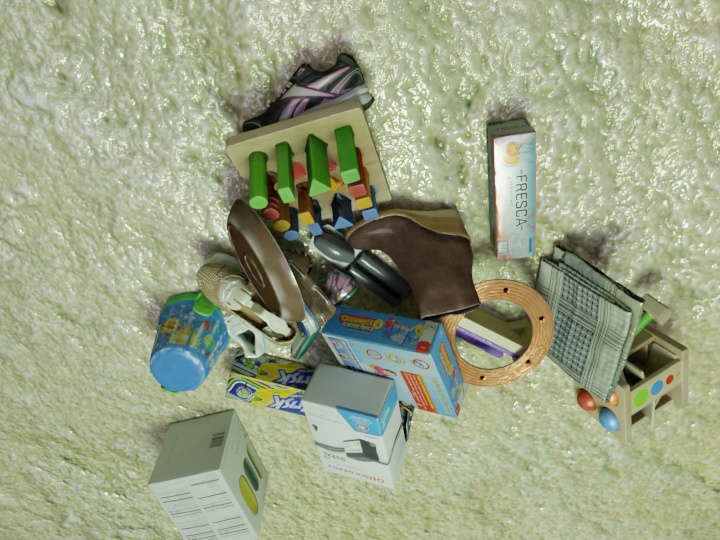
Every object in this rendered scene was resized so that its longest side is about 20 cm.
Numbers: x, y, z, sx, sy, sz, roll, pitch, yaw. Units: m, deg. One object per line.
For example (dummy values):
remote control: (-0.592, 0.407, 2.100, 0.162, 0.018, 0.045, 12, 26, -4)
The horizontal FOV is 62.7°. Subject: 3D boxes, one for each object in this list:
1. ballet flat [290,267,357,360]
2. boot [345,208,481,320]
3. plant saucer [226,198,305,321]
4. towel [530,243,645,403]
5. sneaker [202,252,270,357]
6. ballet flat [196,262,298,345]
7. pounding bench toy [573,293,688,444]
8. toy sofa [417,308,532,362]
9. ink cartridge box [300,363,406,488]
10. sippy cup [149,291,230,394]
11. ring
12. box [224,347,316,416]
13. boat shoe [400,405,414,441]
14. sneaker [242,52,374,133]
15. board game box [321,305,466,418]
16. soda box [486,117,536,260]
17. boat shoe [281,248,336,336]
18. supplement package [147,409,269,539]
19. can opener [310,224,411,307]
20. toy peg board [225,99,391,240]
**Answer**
ballet flat: (-0.081, 0.069, 1.018, 0.071, 0.069, 0.201, 40, 122, 2)
boot: (0.080, -0.008, 0.911, 0.194, 0.170, 0.073, -7, 157, 0)
plant saucer: (-0.146, -0.006, 0.869, 0.032, 0.199, 0.204, -31, 120, -19)
towel: (0.350, 0.082, 0.952, 0.034, 0.193, 0.204, -10, 123, -23)
sneaker: (-0.207, 0.060, 1.005, 0.069, 0.081, 0.203, -18, 117, 21)
ballet flat: (-0.174, 0.054, 0.954, 0.198, 0.065, 0.071, 36, 77, -22)
pounding bench toy: (0.441, 0.155, 0.990, 0.153, 0.124, 0.204, -24, 120, -13)
toy sofa: (0.198, 0.103, 1.021, 0.197, 0.083, 0.099, 26, 117, -13)
ink cartridge box: (-0.007, 0.270, 1.016, 0.142, 0.084, 0.203, 7, 132, 22)
sippy cup: (-0.299, 0.132, 1.021, 0.136, 0.131, 0.182, -7, 120, 5)
ring: (0.216, 0.103, 0.964, 0.195, 0.019, 0.205, 0, 115, 0)
box: (-0.146, 0.213, 1.100, 0.195, 0.071, 0.065, 15, 122, -7)
boat shoe: (0.078, 0.243, 1.100, 0.069, 0.092, 0.204, 8, 120, -4)
sneaker: (-0.080, -0.245, 0.842, 0.195, 0.080, 0.088, -16, 96, 12)
board game box: (0.059, 0.151, 0.970, 0.192, 0.057, 0.202, 8, 144, 29)
soda box: (0.230, -0.120, 0.898, 0.062, 0.069, 0.204, -6, 121, 5)
boat shoe: (-0.111, 0.005, 0.955, 0.071, 0.072, 0.202, -30, 81, -19)
supplement package: (-0.292, 0.417, 1.174, 0.147, 0.153, 0.204, -14, 120, 8)
can opener: (0.000, 0.000, 0.974, 0.198, 0.067, 0.053, 36, 116, -18)
toy peg board: (-0.064, -0.111, 0.848, 0.195, 0.100, 0.200, -13, 146, 9)
